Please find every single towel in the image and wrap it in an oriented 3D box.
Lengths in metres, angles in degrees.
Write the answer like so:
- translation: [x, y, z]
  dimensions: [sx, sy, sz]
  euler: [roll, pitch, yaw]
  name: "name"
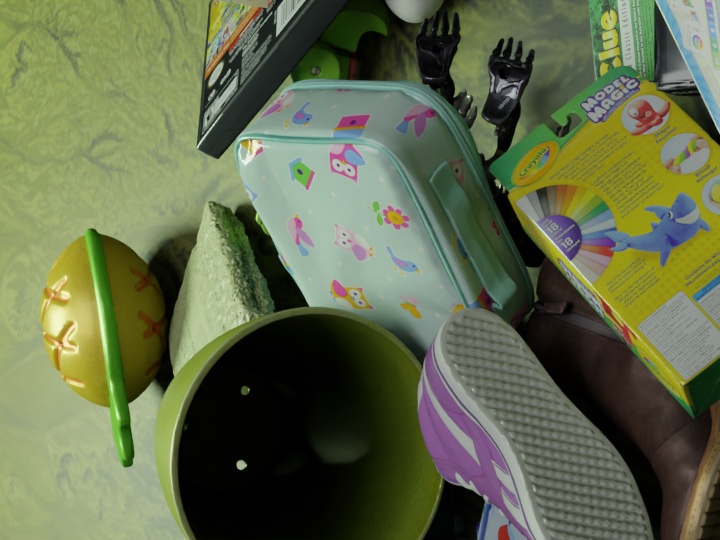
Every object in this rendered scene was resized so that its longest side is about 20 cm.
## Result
- translation: [-0.111, 0.045, 1.349]
  dimensions: [0.200, 0.036, 0.150]
  euler: [-118, 41, -59]
  name: "towel"

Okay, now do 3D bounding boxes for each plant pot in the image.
- translation: [-0.066, 0.114, 1.155]
  dimensions: [0.200, 0.185, 0.190]
  euler: [-176, 89, -67]
  name: "plant pot"

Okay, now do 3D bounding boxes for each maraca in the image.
- translation: [-0.213, 0.064, 1.445]
  dimensions: [0.137, 0.106, 0.203]
  euler: [113, 146, -75]
  name: "maraca"

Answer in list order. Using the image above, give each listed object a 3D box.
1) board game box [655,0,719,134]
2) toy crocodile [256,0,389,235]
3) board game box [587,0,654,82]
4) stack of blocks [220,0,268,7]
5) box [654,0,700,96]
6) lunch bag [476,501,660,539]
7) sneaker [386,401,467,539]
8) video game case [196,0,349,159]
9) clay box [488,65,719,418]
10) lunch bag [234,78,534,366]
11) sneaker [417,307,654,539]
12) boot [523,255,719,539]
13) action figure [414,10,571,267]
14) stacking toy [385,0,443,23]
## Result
- translation: [0.237, -0.152, 0.940]
  dimensions: [0.134, 0.034, 0.202]
  euler: [-33, 69, 32]
  name: "board game box"
- translation: [-0.035, -0.119, 1.302]
  dimensions: [0.068, 0.061, 0.202]
  euler: [-88, 17, -68]
  name: "toy crocodile"
- translation: [0.185, -0.217, 1.088]
  dimensions: [0.104, 0.023, 0.203]
  euler: [-12, 79, 44]
  name: "board game box"
- translation: [-0.078, -0.307, 1.228]
  dimensions: [0.201, 0.058, 0.116]
  euler: [103, 174, -45]
  name: "stack of blocks"
- translation: [0.247, -0.206, 0.985]
  dimensions: [0.158, 0.046, 0.203]
  euler: [0, 88, 37]
  name: "box"
- translation: [0.130, 0.232, 1.091]
  dimensions: [0.160, 0.075, 0.203]
  euler: [23, 106, 48]
  name: "lunch bag"
- translation: [0.031, 0.128, 1.203]
  dimensions: [0.079, 0.075, 0.203]
  euler: [9, 94, 49]
  name: "sneaker"
- translation: [-0.061, -0.211, 1.302]
  dimensions: [0.200, 0.025, 0.182]
  euler: [-46, 30, 36]
  name: "video game case"
- translation: [0.175, -0.024, 1.004]
  dimensions: [0.114, 0.048, 0.200]
  euler: [-37, 54, -2]
  name: "clay box"
- translation: [0.022, -0.026, 1.095]
  dimensions: [0.159, 0.077, 0.201]
  euler: [3, 133, 41]
  name: "lunch bag"
- translation: [0.102, 0.128, 1.042]
  dimensions: [0.202, 0.072, 0.115]
  euler: [60, 154, 19]
  name: "sneaker"
- translation: [0.170, 0.081, 1.049]
  dimensions: [0.165, 0.072, 0.203]
  euler: [9, 84, 41]
  name: "boot"
- translation: [0.086, -0.075, 1.134]
  dimensions: [0.118, 0.103, 0.201]
  euler: [17, 143, 20]
  name: "action figure"
- translation: [0.040, -0.274, 1.200]
  dimensions: [0.145, 0.145, 0.203]
  euler: [16, 118, 46]
  name: "stacking toy"
